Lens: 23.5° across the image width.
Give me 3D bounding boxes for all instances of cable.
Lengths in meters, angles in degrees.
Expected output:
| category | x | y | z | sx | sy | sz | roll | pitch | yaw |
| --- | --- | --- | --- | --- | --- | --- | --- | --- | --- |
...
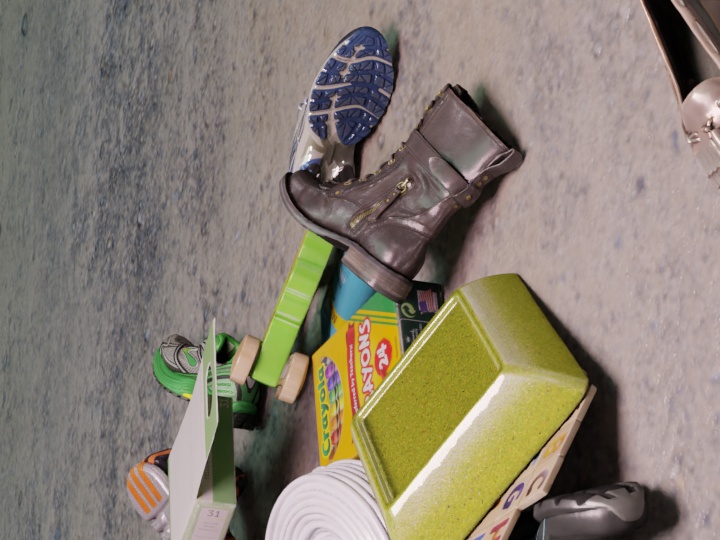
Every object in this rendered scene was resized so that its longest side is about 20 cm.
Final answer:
| category | x | y | z | sx | sy | sz | roll | pitch | yaw |
| --- | --- | --- | --- | --- | --- | --- | --- | --- | --- |
| cable | -0.002 | 0.257 | 1.429 | 0.200 | 0.069 | 0.201 | -20 | 78 | 55 |

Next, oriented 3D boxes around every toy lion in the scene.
| category | x | y | z | sx | sy | sz | roll | pitch | yaw |
| --- | --- | --- | --- | --- | --- | --- | --- | --- | --- |
| toy lion | -0.061 | 0.025 | 1.639 | 0.200 | 0.068 | 0.193 | 140 | 151 | -84 |

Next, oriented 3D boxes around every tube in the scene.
| category | x | y | z | sx | sy | sz | roll | pitch | yaw |
| --- | --- | --- | --- | --- | --- | --- | --- | --- | --- |
| tube | 0.000 | 0.000 | 1.583 | 0.078 | 0.050 | 0.201 | -92 | 21 | -46 |

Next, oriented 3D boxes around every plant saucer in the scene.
| category | x | y | z | sx | sy | sz | roll | pitch | yaw |
| --- | --- | --- | --- | --- | --- | --- | --- | --- | --- |
| plant saucer | 0.064 | 0.105 | 1.297 | 0.200 | 0.048 | 0.200 | -52 | 24 | 12 |

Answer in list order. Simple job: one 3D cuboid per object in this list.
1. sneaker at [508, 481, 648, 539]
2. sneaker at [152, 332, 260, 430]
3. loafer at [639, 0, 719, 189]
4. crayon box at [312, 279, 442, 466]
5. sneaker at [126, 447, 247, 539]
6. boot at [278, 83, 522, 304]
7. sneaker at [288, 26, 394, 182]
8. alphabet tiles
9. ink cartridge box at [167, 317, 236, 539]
| category | x | y | z | sx | sy | sz | roll | pitch | yaw |
| --- | --- | --- | --- | --- | --- | --- | --- | --- | --- |
| sneaker | 0.145 | 0.197 | 1.200 | 0.200 | 0.075 | 0.080 | 138 | 121 | -63 |
| sneaker | -0.156 | 0.104 | 1.856 | 0.200 | 0.078 | 0.086 | 25 | 98 | 55 |
| loafer | 0.224 | -0.116 | 1.117 | 0.072 | 0.062 | 0.201 | -53 | 37 | 44 |
| crayon box | 0.010 | 0.107 | 1.516 | 0.200 | 0.050 | 0.128 | -47 | 43 | 51 |
| sneaker | -0.142 | 0.261 | 1.766 | 0.078 | 0.112 | 0.201 | -39 | 81 | 38 |
| boot | 0.035 | -0.083 | 1.456 | 0.175 | 0.069 | 0.200 | -54 | 49 | 8 |
| sneaker | -0.030 | -0.149 | 1.655 | 0.085 | 0.077 | 0.201 | -113 | 40 | -54 |
| alphabet tiles | 0.099 | 0.157 | 1.257 | 0.200 | 0.006 | 0.167 | -44 | 10 | 52 |
| ink cartridge box | -0.140 | 0.167 | 1.636 | 0.146 | 0.048 | 0.201 | -98 | 24 | -49 |
